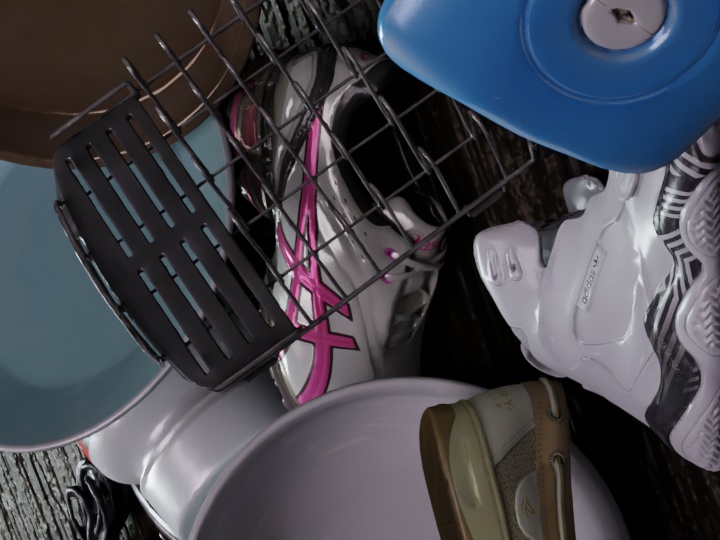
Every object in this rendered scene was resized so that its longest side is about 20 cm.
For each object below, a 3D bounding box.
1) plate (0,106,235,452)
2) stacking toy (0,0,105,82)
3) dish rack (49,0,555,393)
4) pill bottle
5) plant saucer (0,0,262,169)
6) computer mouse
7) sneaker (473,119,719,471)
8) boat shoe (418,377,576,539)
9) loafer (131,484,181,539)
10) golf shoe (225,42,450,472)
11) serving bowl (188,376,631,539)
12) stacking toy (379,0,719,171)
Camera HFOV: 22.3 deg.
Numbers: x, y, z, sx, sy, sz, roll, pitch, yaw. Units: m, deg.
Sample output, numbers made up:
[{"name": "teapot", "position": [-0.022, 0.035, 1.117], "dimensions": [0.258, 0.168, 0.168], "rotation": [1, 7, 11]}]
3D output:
[{"name": "plate", "position": [-0.134, -0.011, 0.851], "dimensions": [0.199, 0.026, 0.202], "rotation": [-13, 65, 29]}, {"name": "stacking toy", "position": [-0.186, -0.183, 0.823], "dimensions": [0.109, 0.117, 0.200], "rotation": [-10, 139, 31]}, {"name": "dish rack", "position": [-0.027, -0.057, 0.720], "dimensions": [0.154, 0.199, 0.055], "rotation": [53, 179, 25]}, {"name": "pill bottle", "position": [-0.114, 0.034, 0.927], "dimensions": [0.200, 0.113, 0.114], "rotation": [47, 138, 21]}, {"name": "plant saucer", "position": [-0.138, -0.134, 0.781], "dimensions": [0.198, 0.030, 0.201], "rotation": [4, 127, 6]}, {"name": "computer mouse", "position": [-0.107, 0.207, 1.067], "dimensions": [0.200, 0.052, 0.139], "rotation": [47, 138, 37]}, {"name": "sneaker", "position": [0.101, -0.028, 0.682], "dimensions": [0.114, 0.075, 0.201], "rotation": [20, 126, 38]}, {"name": "boat shoe", "position": [0.078, 0.147, 0.743], "dimensions": [0.073, 0.063, 0.202], "rotation": [134, 121, -78]}, {"name": "loafer", "position": [-0.046, 0.152, 0.951], "dimensions": [0.199, 0.072, 0.063], "rotation": [23, 130, 36]}, {"name": "golf shoe", "position": [0.000, 0.000, 0.814], "dimensions": [0.092, 0.072, 0.202], "rotation": [2, 111, 46]}, {"name": "serving bowl", "position": [0.020, 0.143, 0.804], "dimensions": [0.066, 0.199, 0.201], "rotation": [-151, 39, -85]}, {"name": "stacking toy", "position": [0.071, -0.141, 0.598], "dimensions": [0.110, 0.115, 0.201], "rotation": [-50, 28, 34]}]
